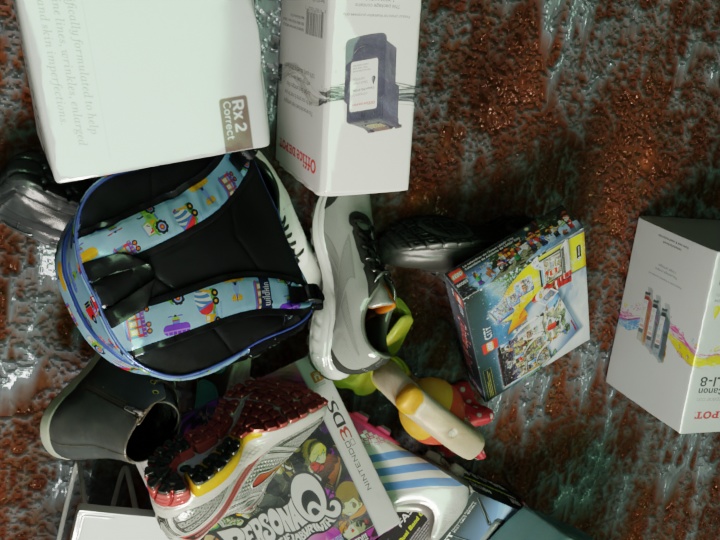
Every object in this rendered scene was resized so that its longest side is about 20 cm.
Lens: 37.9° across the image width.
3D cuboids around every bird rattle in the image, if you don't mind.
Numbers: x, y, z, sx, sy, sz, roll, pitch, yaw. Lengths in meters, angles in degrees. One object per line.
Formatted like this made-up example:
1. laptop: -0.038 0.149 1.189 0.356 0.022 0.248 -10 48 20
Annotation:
1. bird rattle: 0.062 0.138 1.037 0.113 0.163 0.200 -42 112 0

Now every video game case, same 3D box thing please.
1. video game case: -0.084 0.194 0.951 0.199 0.036 0.182 -23 82 -30

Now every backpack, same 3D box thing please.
1. backpack: -0.152 0.002 0.831 0.200 0.134 0.184 -28 95 -48

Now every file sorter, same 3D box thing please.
1. file sorter: -0.188 0.269 1.001 0.198 0.125 0.140 11 104 -23

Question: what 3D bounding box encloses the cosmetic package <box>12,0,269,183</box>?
1. cosmetic package: -0.180 -0.180 0.818 0.164 0.200 0.166 -13 110 -16

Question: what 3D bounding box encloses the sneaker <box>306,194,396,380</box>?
1. sneaker: 0.000 0.000 0.980 0.074 0.079 0.202 15 71 -54

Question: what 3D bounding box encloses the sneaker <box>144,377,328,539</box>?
1. sneaker: -0.104 0.158 0.899 0.199 0.077 0.083 -31 132 -42

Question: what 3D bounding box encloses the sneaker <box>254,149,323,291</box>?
1. sneaker: -0.089 -0.036 0.967 0.073 0.080 0.201 -34 117 -9

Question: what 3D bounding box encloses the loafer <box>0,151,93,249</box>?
1. loafer: -0.232 -0.034 0.927 0.200 0.068 0.070 29 126 -31

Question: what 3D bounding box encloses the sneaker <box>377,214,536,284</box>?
1. sneaker: 0.110 -0.005 1.058 0.198 0.076 0.092 1 115 -18

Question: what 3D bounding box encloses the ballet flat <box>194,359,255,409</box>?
1. ballet flat: -0.127 0.095 1.013 0.062 0.067 0.202 -11 117 -44

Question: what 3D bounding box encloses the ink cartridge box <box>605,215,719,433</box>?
1. ink cartridge box: 0.379 0.057 1.136 0.144 0.145 0.202 1 108 -21

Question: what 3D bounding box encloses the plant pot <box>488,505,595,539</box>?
1. plant pot: 0.178 0.359 1.073 0.141 0.141 0.201 27 88 -26

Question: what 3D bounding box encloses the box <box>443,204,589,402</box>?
1. box: 0.163 0.039 1.056 0.136 0.038 0.201 -29 143 -8

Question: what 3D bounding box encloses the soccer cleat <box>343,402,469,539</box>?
1. soccer cleat: 0.010 0.196 1.034 0.199 0.070 0.087 26 73 10

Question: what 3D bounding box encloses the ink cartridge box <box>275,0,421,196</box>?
1. ink cartridge box: -0.014 -0.178 0.911 0.084 0.145 0.202 -3 108 -20

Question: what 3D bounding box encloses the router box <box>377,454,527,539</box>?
1. router box: 0.082 0.310 1.123 0.150 0.062 0.201 31 95 -47

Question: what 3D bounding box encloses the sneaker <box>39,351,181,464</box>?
1. sneaker: -0.178 0.091 0.916 0.201 0.105 0.075 -58 138 -36
